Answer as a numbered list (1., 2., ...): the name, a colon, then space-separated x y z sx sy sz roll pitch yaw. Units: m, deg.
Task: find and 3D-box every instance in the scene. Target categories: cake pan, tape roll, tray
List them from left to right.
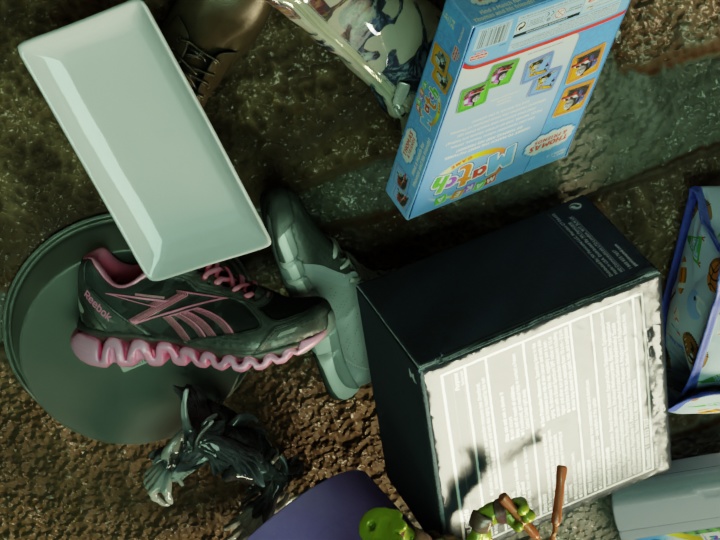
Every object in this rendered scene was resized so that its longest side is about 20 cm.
1. cake pan: -0.173 0.051 1.726 0.198 0.037 0.202 -3 120 -6
2. tray: -0.146 -0.091 1.568 0.107 0.022 0.201 -17 115 25
3. tape roll: -0.041 0.251 1.719 0.085 0.200 0.200 46 111 18

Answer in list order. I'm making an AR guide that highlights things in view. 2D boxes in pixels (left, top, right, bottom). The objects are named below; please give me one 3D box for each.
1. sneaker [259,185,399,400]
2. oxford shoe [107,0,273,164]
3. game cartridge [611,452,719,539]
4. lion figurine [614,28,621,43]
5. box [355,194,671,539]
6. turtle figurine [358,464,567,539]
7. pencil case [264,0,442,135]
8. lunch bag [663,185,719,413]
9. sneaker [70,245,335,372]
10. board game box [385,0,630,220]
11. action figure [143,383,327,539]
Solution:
1. sneaker: 0.000 0.000 1.707 0.115 0.075 0.201 -21 130 -1
2. oxford shoe: -0.114 -0.151 1.593 0.072 0.085 0.201 29 110 -20
3. game cartridge: 0.290 0.231 1.859 0.132 0.041 0.200 -11 130 34
4. lion figurine: 0.127 -0.243 1.581 0.121 0.073 0.201 -4 124 3
5. box: 0.116 0.080 1.693 0.197 0.123 0.201 -21 129 -16
6. turtle figurine: 0.060 0.211 1.633 0.161 0.064 0.201 20 105 -47
7. pencil case: -0.009 -0.181 1.560 0.077 0.090 0.200 -23 138 31
8. lunch bag: 0.323 0.041 1.741 0.168 0.125 0.201 1 136 -9
9. sneaker: -0.117 0.019 1.642 0.198 0.079 0.096 0 104 8
10. board game box: 0.105 -0.132 1.580 0.150 0.037 0.201 -22 150 -29
11. action figure: -0.098 0.159 1.716 0.102 0.119 0.200 -51 147 -1
